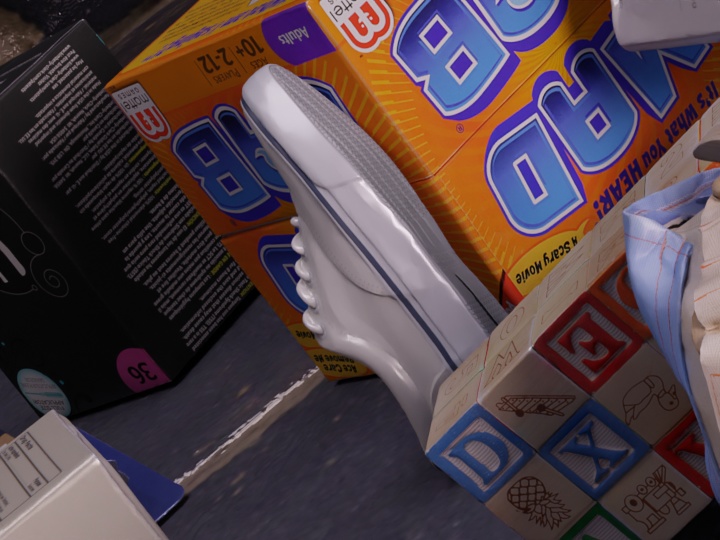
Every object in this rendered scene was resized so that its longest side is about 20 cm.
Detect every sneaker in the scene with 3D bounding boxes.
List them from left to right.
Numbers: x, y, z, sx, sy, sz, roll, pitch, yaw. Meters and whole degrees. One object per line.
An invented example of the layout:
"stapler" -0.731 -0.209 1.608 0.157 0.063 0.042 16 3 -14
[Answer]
"sneaker" 0.000 0.000 1.108 0.071 0.200 0.073 -40 -14 15

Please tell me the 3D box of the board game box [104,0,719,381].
"board game box" 0.039 -0.091 1.265 0.200 0.200 0.200 -45 17 -29

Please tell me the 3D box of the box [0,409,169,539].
"box" -0.173 0.173 1.130 0.200 0.109 0.128 -39 15 -8

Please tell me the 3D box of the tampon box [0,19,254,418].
"tampon box" -0.185 -0.027 1.581 0.150 0.200 0.126 -21 22 50

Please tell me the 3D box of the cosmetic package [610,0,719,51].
"cosmetic package" 0.222 -0.194 1.092 0.200 0.168 0.166 -11 4 -22

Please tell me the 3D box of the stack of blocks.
"stack of blocks" 0.131 0.022 0.876 0.200 0.115 0.059 -47 10 22

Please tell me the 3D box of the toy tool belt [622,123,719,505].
"toy tool belt" 0.131 0.010 0.771 0.125 0.200 0.123 -21 4 -34

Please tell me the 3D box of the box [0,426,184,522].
"box" -0.199 0.153 1.313 0.200 0.032 0.121 -43 41 -23
